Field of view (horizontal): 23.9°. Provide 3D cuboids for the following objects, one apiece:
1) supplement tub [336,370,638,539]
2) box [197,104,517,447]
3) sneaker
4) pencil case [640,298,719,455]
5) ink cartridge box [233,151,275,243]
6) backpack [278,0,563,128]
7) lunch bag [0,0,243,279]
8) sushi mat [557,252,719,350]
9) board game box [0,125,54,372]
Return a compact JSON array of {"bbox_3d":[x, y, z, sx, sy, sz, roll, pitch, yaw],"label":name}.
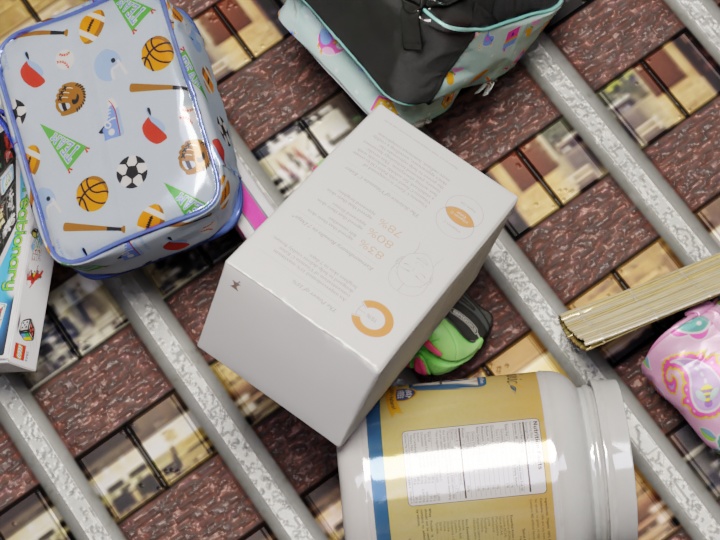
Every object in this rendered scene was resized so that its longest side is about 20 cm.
[{"bbox_3d":[0.088,0.147,1.197,0.199,0.145,0.145,-6,73,2],"label":"supplement tub"},{"bbox_3d":[0.000,0.000,1.169,0.124,0.098,0.200,35,50,9],"label":"box"},{"bbox_3d":[0.025,-0.005,1.296,0.084,0.077,0.200,-22,64,-36],"label":"sneaker"},{"bbox_3d":[0.293,0.114,1.221,0.087,0.087,0.200,-38,72,-7],"label":"pencil case"},{"bbox_3d":[-0.051,0.003,1.276,0.037,0.095,0.200,-36,74,-7],"label":"ink cartridge box"},{"bbox_3d":[0.049,-0.210,1.295,0.176,0.154,0.200,46,44,17],"label":"backpack"},{"bbox_3d":[-0.180,-0.102,1.238,0.160,0.076,0.201,-21,75,11],"label":"lunch bag"},{"bbox_3d":[0.244,0.010,1.256,0.199,0.096,0.012,-22,103,-3],"label":"sushi mat"},{"bbox_3d":[-0.289,-0.020,1.306,0.126,0.035,0.201,-3,71,33],"label":"board game box"}]
